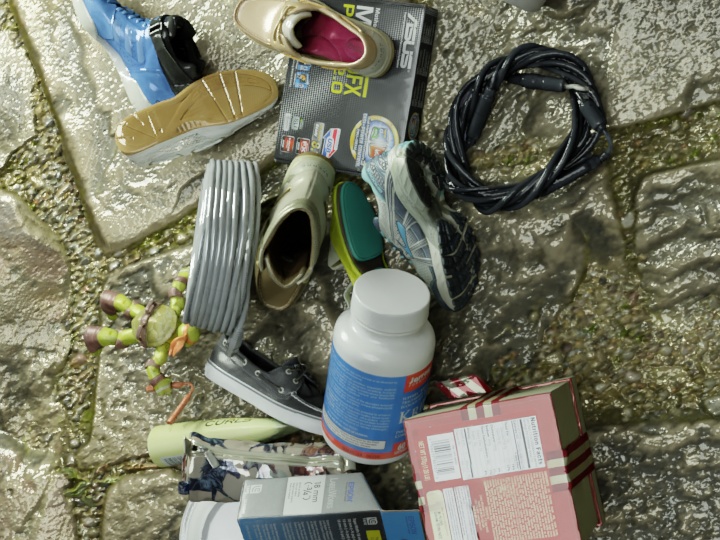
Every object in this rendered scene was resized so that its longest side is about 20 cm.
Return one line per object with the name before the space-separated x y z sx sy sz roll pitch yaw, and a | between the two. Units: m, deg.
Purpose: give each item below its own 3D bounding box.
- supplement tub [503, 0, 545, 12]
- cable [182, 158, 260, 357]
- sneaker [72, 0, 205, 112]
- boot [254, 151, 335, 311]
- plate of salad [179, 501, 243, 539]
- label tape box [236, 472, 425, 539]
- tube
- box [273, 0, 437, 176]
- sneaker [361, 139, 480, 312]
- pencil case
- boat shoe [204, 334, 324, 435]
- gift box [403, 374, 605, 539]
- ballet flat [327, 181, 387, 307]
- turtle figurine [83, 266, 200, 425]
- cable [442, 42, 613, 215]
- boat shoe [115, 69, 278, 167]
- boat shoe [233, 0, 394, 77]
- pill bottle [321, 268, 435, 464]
supplement tub | 0.166 -0.389 1.605 0.144 0.145 0.200 30 102 20
cable | -0.156 -0.028 1.727 0.069 0.200 0.200 7 126 -7
sneaker | -0.258 -0.291 1.824 0.111 0.077 0.200 -33 83 26
boot | -0.082 -0.015 1.698 0.072 0.155 0.200 17 118 -4
plate of salad | -0.113 0.318 1.788 0.199 0.048 0.201 0 89 10
label tape box | -0.021 0.295 1.682 0.199 0.063 0.144 -5 128 10
tube | -0.157 0.194 1.802 0.200 0.058 0.052 -11 125 28
box | -0.006 -0.209 1.737 0.160 0.044 0.201 12 96 23
sneaker | 0.065 -0.046 1.687 0.086 0.078 0.200 -10 108 39
pencil case | -0.104 0.225 1.725 0.199 0.089 0.078 2 68 2
boat shoe | -0.091 0.128 1.773 0.200 0.070 0.066 26 103 28
gift box | 0.141 0.204 1.605 0.199 0.187 0.185 -7 89 17
ballet flat | 0.000 0.000 1.732 0.067 0.067 0.200 -30 81 37
turtle figurine | -0.252 0.078 1.819 0.161 0.064 0.201 5 75 29
cable | 0.167 -0.152 1.661 0.200 0.051 0.164 -28 80 22
boat shoe | -0.188 -0.177 1.807 0.200 0.069 0.071 -19 64 3
boat shoe | -0.061 -0.269 1.697 0.200 0.069 0.074 19 98 21
pill bottle | 0.021 0.102 1.649 0.112 0.112 0.200 24 130 21
